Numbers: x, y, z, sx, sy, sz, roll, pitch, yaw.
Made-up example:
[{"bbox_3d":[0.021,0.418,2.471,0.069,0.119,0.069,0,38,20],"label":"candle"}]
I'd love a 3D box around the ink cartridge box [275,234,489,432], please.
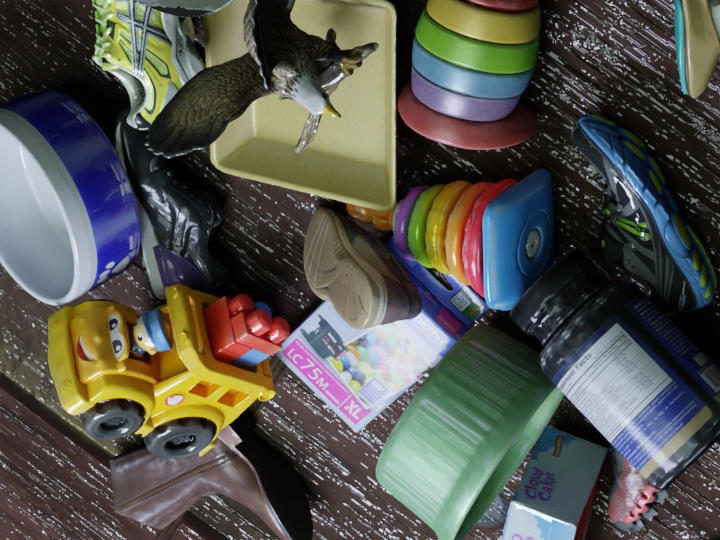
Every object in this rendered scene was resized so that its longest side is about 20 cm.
[{"bbox_3d":[0.018,0.059,1.666,0.119,0.042,0.200,44,123,-3],"label":"ink cartridge box"}]

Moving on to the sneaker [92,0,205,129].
[{"bbox_3d":[-0.200,-0.216,1.498,0.075,0.076,0.200,-1,118,61],"label":"sneaker"}]

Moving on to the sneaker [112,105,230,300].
[{"bbox_3d":[-0.178,-0.072,1.678,0.087,0.076,0.200,-9,115,10],"label":"sneaker"}]

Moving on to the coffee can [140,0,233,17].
[{"bbox_3d":[-0.110,-0.311,1.426,0.146,0.200,0.147,11,120,19],"label":"coffee can"}]

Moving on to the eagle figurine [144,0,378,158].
[{"bbox_3d":[-0.076,-0.166,1.407,0.151,0.200,0.152,7,97,40],"label":"eagle figurine"}]

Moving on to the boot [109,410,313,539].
[{"bbox_3d":[-0.165,0.246,1.833,0.200,0.064,0.187,-33,87,31],"label":"boot"}]

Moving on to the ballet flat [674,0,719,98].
[{"bbox_3d":[0.275,-0.235,1.378,0.063,0.069,0.200,-8,114,13],"label":"ballet flat"}]

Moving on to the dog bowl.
[{"bbox_3d":[-0.302,-0.071,1.670,0.200,0.079,0.200,33,138,35],"label":"dog bowl"}]

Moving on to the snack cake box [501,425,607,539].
[{"bbox_3d":[0.174,0.264,1.645,0.067,0.115,0.200,19,129,14],"label":"snack cake box"}]

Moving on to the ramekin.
[{"bbox_3d":[0.101,0.146,1.584,0.098,0.200,0.200,34,125,13],"label":"ramekin"}]

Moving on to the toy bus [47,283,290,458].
[{"bbox_3d":[-0.173,0.077,1.664,0.192,0.136,0.200,-33,144,29],"label":"toy bus"}]

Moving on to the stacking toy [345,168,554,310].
[{"bbox_3d":[0.070,-0.041,1.562,0.200,0.116,0.110,13,119,31],"label":"stacking toy"}]

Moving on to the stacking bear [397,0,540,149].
[{"bbox_3d":[0.104,-0.213,1.443,0.121,0.114,0.200,20,118,14],"label":"stacking bear"}]

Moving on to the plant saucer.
[{"bbox_3d":[-0.045,-0.170,1.554,0.200,0.048,0.200,15,122,26],"label":"plant saucer"}]

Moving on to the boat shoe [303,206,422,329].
[{"bbox_3d":[0.000,0.000,1.573,0.065,0.200,0.072,9,108,-22],"label":"boat shoe"}]

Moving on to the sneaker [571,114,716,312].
[{"bbox_3d":[0.234,-0.043,1.493,0.083,0.071,0.200,-24,108,26],"label":"sneaker"}]

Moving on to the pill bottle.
[{"bbox_3d":[0.227,0.081,1.479,0.200,0.112,0.112,47,126,13],"label":"pill bottle"}]

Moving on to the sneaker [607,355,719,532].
[{"bbox_3d":[0.258,0.150,1.587,0.098,0.071,0.201,24,121,11],"label":"sneaker"}]

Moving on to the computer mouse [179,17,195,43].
[{"bbox_3d":[-0.176,-0.240,1.564,0.110,0.044,0.200,48,152,13],"label":"computer mouse"}]
